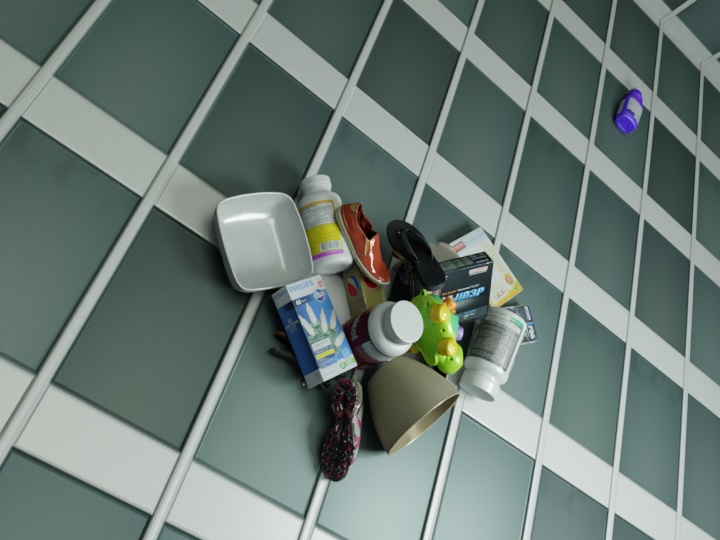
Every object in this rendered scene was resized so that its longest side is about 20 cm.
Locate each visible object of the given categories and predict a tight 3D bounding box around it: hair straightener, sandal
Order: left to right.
[{"bbox_3d":[-0.107,0.207,1.441,0.198,0.041,0.078,36,55,-24],"label":"hair straightener"},{"bbox_3d":[0.127,-0.044,1.527,0.075,0.043,0.202,-22,57,-22],"label":"sandal"}]

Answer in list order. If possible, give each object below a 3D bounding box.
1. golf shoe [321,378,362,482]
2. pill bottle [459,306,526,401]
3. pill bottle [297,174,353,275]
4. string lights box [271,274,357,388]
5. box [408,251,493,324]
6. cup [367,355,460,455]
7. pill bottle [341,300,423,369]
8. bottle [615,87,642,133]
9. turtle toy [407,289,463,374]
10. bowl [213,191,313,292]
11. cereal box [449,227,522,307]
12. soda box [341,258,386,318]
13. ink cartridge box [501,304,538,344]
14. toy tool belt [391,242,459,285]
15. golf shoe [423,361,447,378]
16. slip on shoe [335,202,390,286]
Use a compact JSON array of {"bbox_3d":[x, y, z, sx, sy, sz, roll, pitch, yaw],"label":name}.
[{"bbox_3d":[-0.025,0.327,1.423,0.092,0.071,0.206,31,68,-66],"label":"golf shoe"},{"bbox_3d":[0.316,0.201,1.674,0.112,0.112,0.204,34,69,-19],"label":"pill bottle"},{"bbox_3d":[-0.082,-0.101,1.530,0.102,0.104,0.206,-2,73,-35],"label":"pill bottle"},{"bbox_3d":[-0.094,0.122,1.418,0.101,0.058,0.205,-17,82,-46],"label":"string lights box"},{"bbox_3d":[0.204,0.054,1.591,0.194,0.163,0.046,-13,36,-17],"label":"box"},{"bbox_3d":[0.093,0.269,1.475,0.198,0.202,0.144,-24,65,-39],"label":"cup"},{"bbox_3d":[0.042,0.133,1.466,0.110,0.199,0.116,13,64,-30],"label":"pill bottle"},{"bbox_3d":[0.966,-0.580,2.487,0.083,0.065,0.202,41,54,-16],"label":"bottle"},{"bbox_3d":[0.164,0.133,1.497,0.100,0.144,0.206,-28,108,-38],"label":"turtle toy"},{"bbox_3d":[-0.208,-0.053,1.441,0.196,0.074,0.205,-11,79,-37],"label":"bowl"},{"bbox_3d":[0.317,-0.002,1.797,0.142,0.040,0.203,-24,76,-39],"label":"cereal box"},{"bbox_3d":[0.000,0.000,1.572,0.063,0.067,0.206,-4,75,-36],"label":"soda box"},{"bbox_3d":[0.402,0.146,1.822,0.196,0.039,0.102,-5,74,-37],"label":"ink cartridge box"},{"bbox_3d":[0.141,0.000,1.642,0.195,0.124,0.127,15,38,-25],"label":"toy tool belt"},{"bbox_3d":[0.182,0.190,1.613,0.076,0.094,0.205,21,60,-25],"label":"golf shoe"},{"bbox_3d":[0.016,-0.056,1.503,0.204,0.060,0.074,62,29,-15],"label":"slip on shoe"}]
